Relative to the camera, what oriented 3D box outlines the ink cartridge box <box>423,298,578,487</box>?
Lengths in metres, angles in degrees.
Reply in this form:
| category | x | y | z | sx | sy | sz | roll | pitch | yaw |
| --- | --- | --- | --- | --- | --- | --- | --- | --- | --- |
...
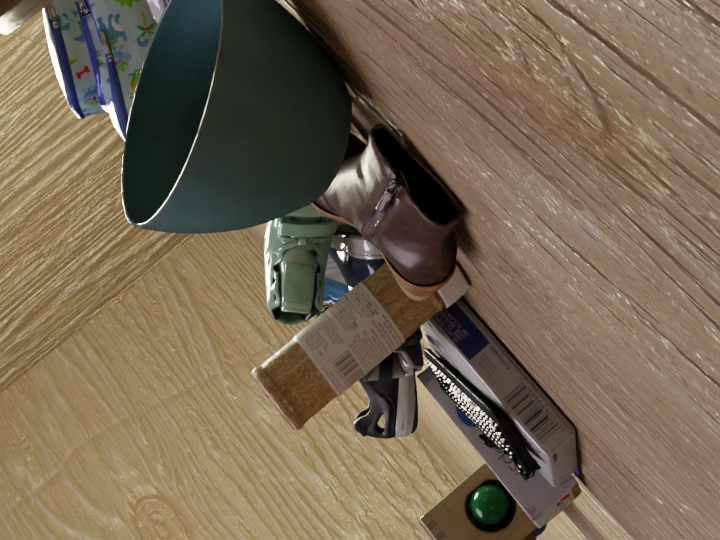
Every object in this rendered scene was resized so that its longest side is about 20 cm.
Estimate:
| category | x | y | z | sx | sy | sz | roll | pitch | yaw |
| --- | --- | --- | --- | --- | --- | --- | --- | --- | --- |
| ink cartridge box | 0.137 | 0.120 | 1.478 | 0.200 | 0.040 | 0.200 | 49 | 175 | 22 |

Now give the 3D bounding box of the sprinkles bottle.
| category | x | y | z | sx | sy | sz | roll | pitch | yaw |
| --- | --- | --- | --- | --- | --- | --- | --- | --- | --- |
| sprinkles bottle | 0.000 | 0.052 | 1.314 | 0.068 | 0.199 | 0.068 | 50 | 175 | 6 |

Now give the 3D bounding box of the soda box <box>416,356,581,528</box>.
| category | x | y | z | sx | sy | sz | roll | pitch | yaw |
| --- | --- | --- | --- | --- | --- | --- | --- | --- | --- |
| soda box | 0.148 | 0.174 | 1.598 | 0.200 | 0.063 | 0.068 | 51 | 180 | 21 |

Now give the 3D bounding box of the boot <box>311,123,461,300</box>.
| category | x | y | z | sx | sy | sz | roll | pitch | yaw |
| --- | --- | --- | --- | --- | --- | --- | --- | --- | --- |
| boot | 0.011 | -0.078 | 1.185 | 0.201 | 0.072 | 0.167 | 51 | 163 | 17 |

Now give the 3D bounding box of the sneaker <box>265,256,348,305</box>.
| category | x | y | z | sx | sy | sz | roll | pitch | yaw |
| --- | --- | --- | --- | --- | --- | --- | --- | --- | --- |
| sneaker | 0.000 | 0.000 | 1.554 | 0.198 | 0.088 | 0.075 | 15 | 171 | 20 |

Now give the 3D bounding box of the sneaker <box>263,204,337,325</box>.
| category | x | y | z | sx | sy | sz | roll | pitch | yaw |
| --- | --- | --- | --- | --- | --- | --- | --- | --- | --- |
| sneaker | -0.045 | -0.028 | 1.361 | 0.201 | 0.073 | 0.119 | 109 | 159 | -58 |

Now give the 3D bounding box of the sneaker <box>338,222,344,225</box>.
| category | x | y | z | sx | sy | sz | roll | pitch | yaw |
| --- | --- | --- | --- | --- | --- | --- | --- | --- | --- |
| sneaker | -0.024 | -0.045 | 1.663 | 0.200 | 0.070 | 0.099 | 49 | -171 | -23 |

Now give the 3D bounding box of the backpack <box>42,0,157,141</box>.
| category | x | y | z | sx | sy | sz | roll | pitch | yaw |
| --- | --- | --- | --- | --- | --- | --- | --- | --- | --- |
| backpack | -0.255 | -0.233 | 1.613 | 0.183 | 0.145 | 0.202 | 160 | 92 | -86 |

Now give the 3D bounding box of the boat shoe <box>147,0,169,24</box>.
| category | x | y | z | sx | sy | sz | roll | pitch | yaw |
| --- | --- | --- | --- | --- | --- | --- | --- | --- | --- |
| boat shoe | -0.137 | -0.229 | 1.411 | 0.061 | 0.072 | 0.201 | 3 | 143 | 31 |

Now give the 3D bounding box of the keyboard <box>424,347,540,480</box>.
| category | x | y | z | sx | sy | sz | roll | pitch | yaw |
| --- | --- | --- | --- | --- | --- | --- | --- | --- | --- |
| keyboard | 0.124 | 0.152 | 1.476 | 0.127 | 0.021 | 0.200 | 52 | 176 | -23 |

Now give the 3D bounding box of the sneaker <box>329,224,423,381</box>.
| category | x | y | z | sx | sy | sz | roll | pitch | yaw |
| --- | --- | --- | --- | --- | --- | --- | --- | --- | --- |
| sneaker | 0.009 | 0.028 | 1.452 | 0.202 | 0.076 | 0.148 | -140 | 43 | -78 |

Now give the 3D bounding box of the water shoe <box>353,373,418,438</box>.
| category | x | y | z | sx | sy | sz | roll | pitch | yaw |
| --- | --- | --- | --- | --- | --- | --- | --- | --- | --- |
| water shoe | 0.018 | 0.081 | 1.610 | 0.072 | 0.078 | 0.203 | -53 | -42 | -87 |

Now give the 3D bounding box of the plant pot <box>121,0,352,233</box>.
| category | x | y | z | sx | sy | sz | roll | pitch | yaw |
| --- | --- | --- | --- | --- | --- | --- | --- | --- | --- |
| plant pot | -0.085 | -0.116 | 1.147 | 0.133 | 0.202 | 0.200 | 14 | -168 | -25 |

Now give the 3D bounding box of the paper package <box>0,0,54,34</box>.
| category | x | y | z | sx | sy | sz | roll | pitch | yaw |
| --- | --- | --- | --- | --- | --- | --- | --- | --- | --- |
| paper package | -0.273 | -0.303 | 1.308 | 0.104 | 0.190 | 0.200 | 51 | 174 | -11 |

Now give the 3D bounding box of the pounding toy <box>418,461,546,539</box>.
| category | x | y | z | sx | sy | sz | roll | pitch | yaw |
| --- | --- | --- | --- | --- | --- | --- | --- | --- | --- |
| pounding toy | 0.164 | 0.324 | 1.865 | 0.143 | 0.184 | 0.200 | 50 | 175 | 9 |
